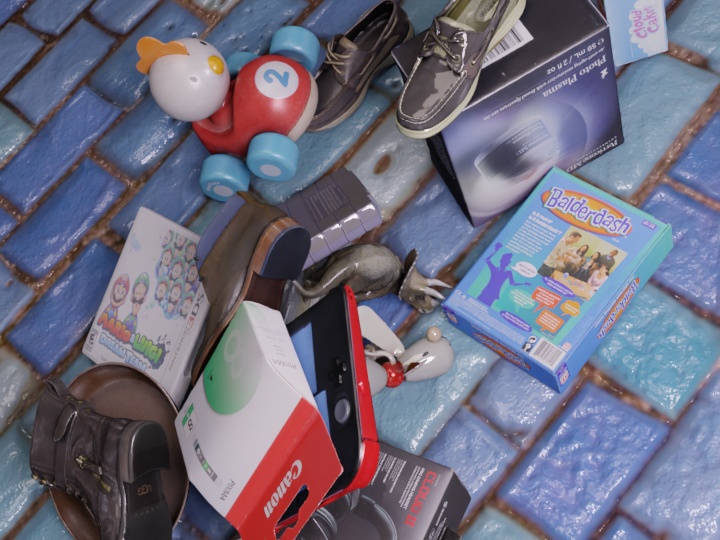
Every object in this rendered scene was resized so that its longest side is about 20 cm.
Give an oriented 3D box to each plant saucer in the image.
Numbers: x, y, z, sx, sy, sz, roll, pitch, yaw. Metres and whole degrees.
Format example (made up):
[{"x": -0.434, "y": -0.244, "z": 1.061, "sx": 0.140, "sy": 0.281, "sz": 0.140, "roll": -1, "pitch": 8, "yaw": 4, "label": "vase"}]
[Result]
[{"x": -0.246, "y": 0.196, "z": 1.188, "sx": 0.197, "sy": 0.032, "sz": 0.204, "roll": 0, "pitch": 90, "yaw": 31, "label": "plant saucer"}]

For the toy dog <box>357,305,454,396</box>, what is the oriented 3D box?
[{"x": 0.002, "y": 0.083, "z": 1.124, "sx": 0.131, "sy": 0.098, "sz": 0.199, "roll": 25, "pitch": 38, "yaw": 28, "label": "toy dog"}]

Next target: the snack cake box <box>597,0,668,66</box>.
[{"x": 0.291, "y": -0.342, "z": 1.270, "sx": 0.066, "sy": 0.201, "sz": 0.117, "roll": -14, "pitch": 55, "yaw": 10, "label": "snack cake box"}]

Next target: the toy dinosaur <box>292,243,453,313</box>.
[{"x": 0.000, "y": 0.000, "z": 1.172, "sx": 0.101, "sy": 0.199, "sz": 0.078, "roll": -28, "pitch": 62, "yaw": 28, "label": "toy dinosaur"}]

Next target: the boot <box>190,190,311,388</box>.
[{"x": -0.129, "y": 0.019, "z": 1.154, "sx": 0.097, "sy": 0.074, "sz": 0.202, "roll": 41, "pitch": 105, "yaw": 36, "label": "boot"}]

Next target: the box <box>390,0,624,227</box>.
[{"x": 0.163, "y": -0.182, "z": 1.217, "sx": 0.198, "sy": 0.199, "sz": 0.124, "roll": -29, "pitch": 57, "yaw": 0, "label": "box"}]

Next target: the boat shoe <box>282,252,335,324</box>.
[{"x": -0.064, "y": 0.065, "z": 1.227, "sx": 0.064, "sy": 0.075, "sz": 0.204, "roll": -2, "pitch": 54, "yaw": 26, "label": "boat shoe"}]

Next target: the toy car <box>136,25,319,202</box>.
[{"x": -0.168, "y": -0.216, "z": 1.340, "sx": 0.175, "sy": 0.199, "sz": 0.187, "roll": -16, "pitch": 55, "yaw": 42, "label": "toy car"}]

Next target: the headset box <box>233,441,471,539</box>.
[{"x": 0.000, "y": 0.241, "z": 1.086, "sx": 0.198, "sy": 0.077, "sz": 0.150, "roll": 16, "pitch": 66, "yaw": 30, "label": "headset box"}]

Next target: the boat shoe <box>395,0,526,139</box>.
[{"x": 0.091, "y": -0.220, "z": 1.104, "sx": 0.071, "sy": 0.066, "sz": 0.202, "roll": 27, "pitch": 73, "yaw": 28, "label": "boat shoe"}]

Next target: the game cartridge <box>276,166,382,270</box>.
[{"x": -0.047, "y": -0.054, "z": 1.257, "sx": 0.128, "sy": 0.039, "sz": 0.200, "roll": -26, "pitch": 18, "yaw": -1, "label": "game cartridge"}]

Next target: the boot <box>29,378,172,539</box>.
[{"x": -0.270, "y": 0.220, "z": 1.156, "sx": 0.172, "sy": 0.069, "sz": 0.204, "roll": 6, "pitch": 91, "yaw": 37, "label": "boot"}]

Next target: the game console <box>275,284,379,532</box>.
[{"x": -0.057, "y": 0.131, "z": 1.035, "sx": 0.199, "sy": 0.031, "sz": 0.180, "roll": -36, "pitch": 56, "yaw": 44, "label": "game console"}]

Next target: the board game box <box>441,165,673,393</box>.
[{"x": 0.202, "y": 0.005, "z": 1.180, "sx": 0.151, "sy": 0.045, "sz": 0.201, "roll": 32, "pitch": 74, "yaw": 34, "label": "board game box"}]

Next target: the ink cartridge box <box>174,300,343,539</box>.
[{"x": -0.099, "y": 0.154, "z": 1.028, "sx": 0.162, "sy": 0.049, "sz": 0.201, "roll": -57, "pitch": 35, "yaw": 27, "label": "ink cartridge box"}]

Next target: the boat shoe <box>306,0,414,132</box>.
[{"x": -0.017, "y": -0.258, "z": 1.411, "sx": 0.074, "sy": 0.074, "sz": 0.201, "roll": 31, "pitch": 73, "yaw": 33, "label": "boat shoe"}]

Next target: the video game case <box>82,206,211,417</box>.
[{"x": -0.224, "y": 0.041, "z": 1.259, "sx": 0.199, "sy": 0.024, "sz": 0.185, "roll": 25, "pitch": 93, "yaw": 48, "label": "video game case"}]
